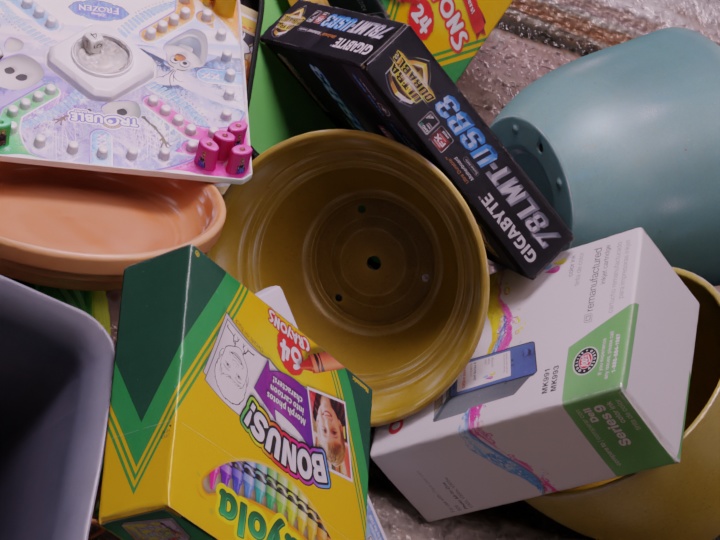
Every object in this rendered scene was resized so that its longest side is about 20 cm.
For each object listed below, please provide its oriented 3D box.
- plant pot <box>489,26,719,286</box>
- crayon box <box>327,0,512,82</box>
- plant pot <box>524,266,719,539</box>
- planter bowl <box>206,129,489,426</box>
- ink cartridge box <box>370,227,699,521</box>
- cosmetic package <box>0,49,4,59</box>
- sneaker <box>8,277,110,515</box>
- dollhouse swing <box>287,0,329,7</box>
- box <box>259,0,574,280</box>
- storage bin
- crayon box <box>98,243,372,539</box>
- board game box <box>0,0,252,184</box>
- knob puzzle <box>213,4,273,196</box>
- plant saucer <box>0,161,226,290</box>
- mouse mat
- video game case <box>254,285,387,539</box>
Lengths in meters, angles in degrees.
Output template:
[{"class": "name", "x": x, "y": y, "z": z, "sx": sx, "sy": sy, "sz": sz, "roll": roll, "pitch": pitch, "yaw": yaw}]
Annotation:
[{"class": "plant pot", "x": 0.185, "y": -0.069, "z": 1.814, "sx": 0.160, "sy": 0.201, "sz": 0.201, "roll": -14, "pitch": 70, "yaw": -28}, {"class": "crayon box", "x": 0.056, "y": -0.228, "z": 1.796, "sx": 0.200, "sy": 0.051, "sz": 0.127, "roll": -56, "pitch": 130, "yaw": -36}, {"class": "plant pot", "x": 0.201, "y": 0.119, "z": 1.715, "sx": 0.142, "sy": 0.199, "sz": 0.201, "roll": 51, "pitch": 37, "yaw": -36}, {"class": "planter bowl", "x": 0.000, "y": 0.000, "z": 1.649, "sx": 0.201, "sy": 0.200, "sz": 0.083, "roll": 51, "pitch": 19, "yaw": 3}, {"class": "ink cartridge box", "x": 0.117, "y": 0.073, "z": 1.642, "sx": 0.088, "sy": 0.199, "sz": 0.146, "roll": 48, "pitch": 39, "yaw": -33}, {"class": "cosmetic package", "x": -0.310, "y": -0.102, "z": 1.443, "sx": 0.107, "sy": 0.200, "sz": 0.085, "roll": -13, "pitch": 70, "yaw": -43}, {"class": "sneaker", "x": -0.190, "y": 0.069, "z": 1.514, "sx": 0.083, "sy": 0.074, "sz": 0.201, "roll": 5, "pitch": 49, "yaw": -38}, {"class": "dollhouse swing", "x": 0.019, "y": -0.276, "z": 1.816, "sx": 0.199, "sy": 0.182, "sz": 0.176, "roll": 9, "pitch": 34, "yaw": -51}, {"class": "box", "x": 0.037, "y": -0.094, "z": 1.677, "sx": 0.050, "sy": 0.198, "sz": 0.200, "roll": -44, "pitch": 114, "yaw": -10}, {"class": "storage bin", "x": -0.226, "y": 0.124, "z": 1.401, "sx": 0.145, "sy": 0.134, "sz": 0.201, "roll": 24, "pitch": 50, "yaw": -22}, {"class": "crayon box", "x": -0.069, "y": 0.110, "z": 1.456, "sx": 0.200, "sy": 0.058, "sz": 0.173, "roll": 40, "pitch": 41, "yaw": -44}, {"class": "board game box", "x": -0.173, "y": -0.145, "z": 1.631, "sx": 0.199, "sy": 0.026, "sz": 0.201, "roll": 6, "pitch": 45, "yaw": -12}, {"class": "knob puzzle", "x": -0.112, "y": -0.132, "z": 1.707, "sx": 0.219, "sy": 0.030, "sz": 0.221, "roll": 22, "pitch": 47, "yaw": -25}, {"class": "plant saucer", "x": -0.186, "y": -0.038, "z": 1.552, "sx": 0.199, "sy": 0.038, "sz": 0.200, "roll": 10, "pitch": 25, "yaw": -5}, {"class": "mouse mat", "x": -0.026, "y": -0.111, "z": 1.759, "sx": 0.161, "sy": 0.008, "sz": 0.201, "roll": 43, "pitch": 33, "yaw": -31}, {"class": "video game case", "x": -0.064, "y": 0.126, "z": 1.540, "sx": 0.182, "sy": 0.022, "sz": 0.201, "roll": -29, "pitch": 97, "yaw": -58}]
